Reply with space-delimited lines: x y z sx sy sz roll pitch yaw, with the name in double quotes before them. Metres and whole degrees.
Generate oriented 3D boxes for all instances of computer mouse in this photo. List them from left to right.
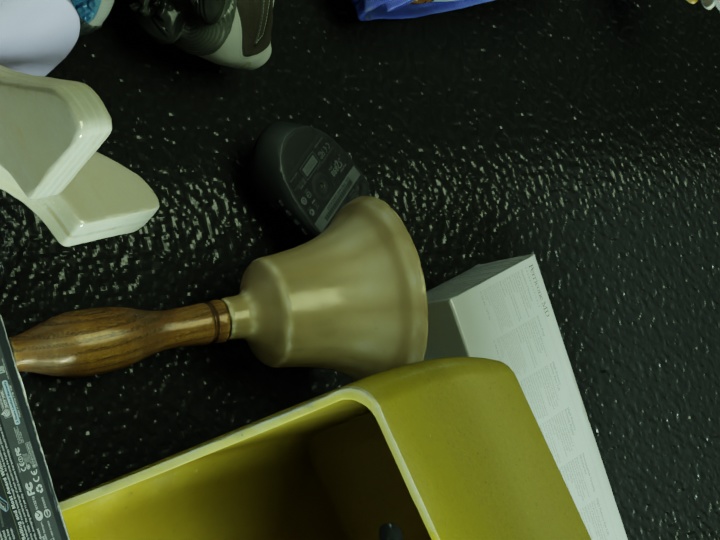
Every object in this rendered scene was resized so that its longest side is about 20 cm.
"computer mouse" 0.000 0.000 1.144 0.200 0.034 0.059 55 46 -22

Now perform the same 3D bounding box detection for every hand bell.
"hand bell" -0.078 0.025 1.020 0.200 0.104 0.104 -8 79 -27

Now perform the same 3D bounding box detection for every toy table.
"toy table" -0.186 -0.053 0.895 0.200 0.184 0.117 -20 71 -37

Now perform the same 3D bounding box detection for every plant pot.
"plant pot" 0.009 0.146 0.983 0.176 0.200 0.200 -29 95 -57

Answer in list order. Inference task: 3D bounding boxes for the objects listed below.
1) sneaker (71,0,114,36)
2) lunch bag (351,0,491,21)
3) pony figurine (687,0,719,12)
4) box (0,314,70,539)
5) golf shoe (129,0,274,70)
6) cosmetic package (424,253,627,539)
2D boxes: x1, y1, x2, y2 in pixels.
"sneaker" -0.141 -0.216 1.065 0.087 0.075 0.200 8 74 -60
"lunch bag" 0.057 -0.245 1.231 0.200 0.124 0.170 -16 85 -29
"pony figurine" 0.208 -0.280 1.384 0.193 0.166 0.200 57 29 -22
"box" -0.192 0.131 0.853 0.161 0.049 0.200 -18 90 -49
"golf shoe" -0.080 -0.199 1.124 0.094 0.078 0.200 34 53 -52
"cosmetic package" 0.087 0.100 1.152 0.082 0.051 0.200 -25 99 -44
